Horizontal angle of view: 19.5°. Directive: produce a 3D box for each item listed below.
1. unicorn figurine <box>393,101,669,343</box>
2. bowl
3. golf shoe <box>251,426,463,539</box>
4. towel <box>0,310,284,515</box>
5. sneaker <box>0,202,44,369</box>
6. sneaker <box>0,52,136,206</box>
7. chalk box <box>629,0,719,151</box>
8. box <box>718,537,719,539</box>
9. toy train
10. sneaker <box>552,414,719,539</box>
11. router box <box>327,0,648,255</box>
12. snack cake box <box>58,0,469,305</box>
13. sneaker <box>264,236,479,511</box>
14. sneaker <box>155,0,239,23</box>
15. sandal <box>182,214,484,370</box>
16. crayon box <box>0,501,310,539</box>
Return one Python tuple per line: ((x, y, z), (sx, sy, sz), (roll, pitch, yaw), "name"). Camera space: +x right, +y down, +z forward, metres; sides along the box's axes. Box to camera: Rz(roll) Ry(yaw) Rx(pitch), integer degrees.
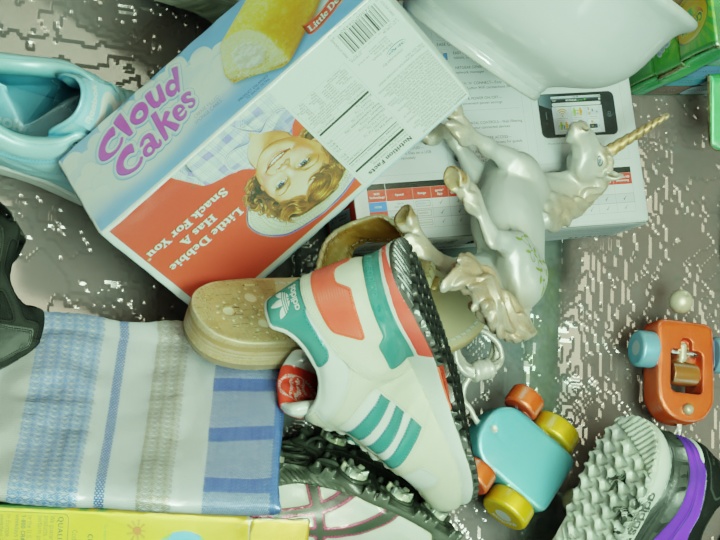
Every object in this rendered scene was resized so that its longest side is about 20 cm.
((0.087, -0.041, 1.209), (0.137, 0.074, 0.201), (37, 56, -28), "unicorn figurine")
((0.086, -0.161, 1.194), (0.200, 0.201, 0.091), (34, 99, -13), "bowl")
((-0.038, 0.134, 1.207), (0.199, 0.077, 0.089), (22, 101, -20), "golf shoe")
((-0.138, 0.072, 1.120), (0.198, 0.024, 0.148), (5, 37, -3), "towel")
((-0.231, -0.023, 1.136), (0.090, 0.067, 0.201), (-10, 60, -38), "sneaker")
((-0.150, -0.076, 1.178), (0.198, 0.082, 0.075), (8, 80, -24), "sneaker")
((0.241, -0.179, 1.327), (0.123, 0.124, 0.202), (-4, 83, -21), "chalk box")
((0.310, 0.194, 1.337), (0.160, 0.043, 0.201), (38, 70, -12), "box")
((0.136, 0.089, 1.284), (0.198, 0.056, 0.152), (2, 78, -24), "toy train")
((0.152, 0.182, 1.226), (0.099, 0.070, 0.201), (16, 116, -33), "sneaker")
((0.070, -0.107, 1.288), (0.198, 0.049, 0.181), (-4, 83, -22), "router box")
((-0.051, -0.078, 1.156), (0.200, 0.067, 0.115), (-41, 141, 6), "snack cake box")
((0.005, 0.065, 1.144), (0.092, 0.201, 0.071), (-13, 48, 6), "sneaker")
((-0.078, -0.201, 1.215), (0.198, 0.077, 0.112), (19, 77, 4), "sneaker")
((0.003, 0.004, 1.173), (0.210, 0.070, 0.078), (-8, 46, -36), "sandal")
((-0.130, 0.186, 1.127), (0.198, 0.051, 0.128), (4, 95, -9), "crayon box")
